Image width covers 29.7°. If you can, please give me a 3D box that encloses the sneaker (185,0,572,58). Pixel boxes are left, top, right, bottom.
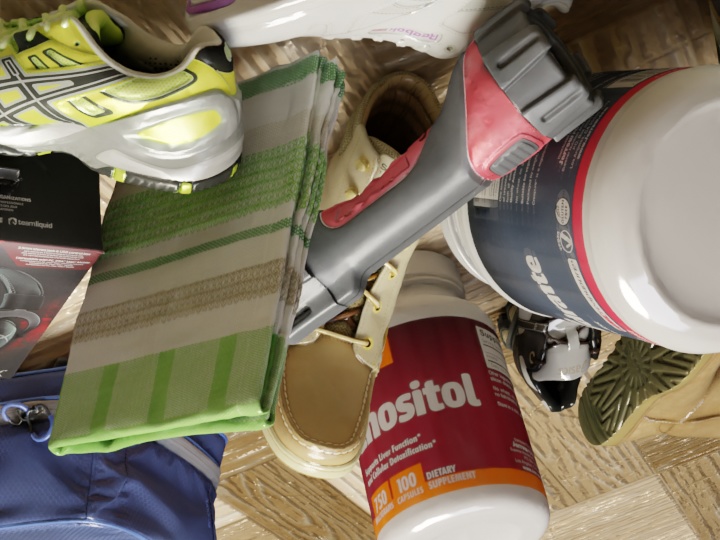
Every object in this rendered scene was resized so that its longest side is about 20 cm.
[{"bbox_3d":[0.016,-0.133,0.664,0.199,0.075,0.100,-15,133,2],"label":"sneaker"}]

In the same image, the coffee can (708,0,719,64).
[{"bbox_3d":[0.247,-0.147,0.681,0.146,0.147,0.200,-20,146,9],"label":"coffee can"}]

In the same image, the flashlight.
[{"bbox_3d":[0.023,-0.050,0.676,0.200,0.068,0.068,-36,104,22],"label":"flashlight"}]

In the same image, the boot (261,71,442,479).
[{"bbox_3d":[0.000,0.000,0.760,0.073,0.200,0.156,19,136,-13],"label":"boot"}]

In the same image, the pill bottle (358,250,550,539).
[{"bbox_3d":[0.048,0.092,0.905,0.113,0.200,0.113,-10,146,-7],"label":"pill bottle"}]

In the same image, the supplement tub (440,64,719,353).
[{"bbox_3d":[0.138,-0.037,0.730,0.140,0.141,0.200,1,-175,-23],"label":"supplement tub"}]

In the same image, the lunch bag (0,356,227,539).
[{"bbox_3d":[-0.187,0.139,0.951,0.136,0.133,0.200,-8,151,19],"label":"lunch bag"}]

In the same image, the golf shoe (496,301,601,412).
[{"bbox_3d":[0.143,0.023,0.940,0.078,0.095,0.200,-11,145,-3],"label":"golf shoe"}]

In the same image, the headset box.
[{"bbox_3d":[-0.233,-0.015,0.727,0.148,0.077,0.200,6,153,-29],"label":"headset box"}]

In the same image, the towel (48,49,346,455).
[{"bbox_3d":[-0.080,-0.006,0.681,0.149,0.200,0.031,-14,145,37],"label":"towel"}]

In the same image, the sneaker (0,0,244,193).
[{"bbox_3d":[-0.152,-0.098,0.654,0.199,0.075,0.077,10,122,-2],"label":"sneaker"}]

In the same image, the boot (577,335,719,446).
[{"bbox_3d":[0.272,0.065,0.953,0.199,0.066,0.175,1,148,-25],"label":"boot"}]
